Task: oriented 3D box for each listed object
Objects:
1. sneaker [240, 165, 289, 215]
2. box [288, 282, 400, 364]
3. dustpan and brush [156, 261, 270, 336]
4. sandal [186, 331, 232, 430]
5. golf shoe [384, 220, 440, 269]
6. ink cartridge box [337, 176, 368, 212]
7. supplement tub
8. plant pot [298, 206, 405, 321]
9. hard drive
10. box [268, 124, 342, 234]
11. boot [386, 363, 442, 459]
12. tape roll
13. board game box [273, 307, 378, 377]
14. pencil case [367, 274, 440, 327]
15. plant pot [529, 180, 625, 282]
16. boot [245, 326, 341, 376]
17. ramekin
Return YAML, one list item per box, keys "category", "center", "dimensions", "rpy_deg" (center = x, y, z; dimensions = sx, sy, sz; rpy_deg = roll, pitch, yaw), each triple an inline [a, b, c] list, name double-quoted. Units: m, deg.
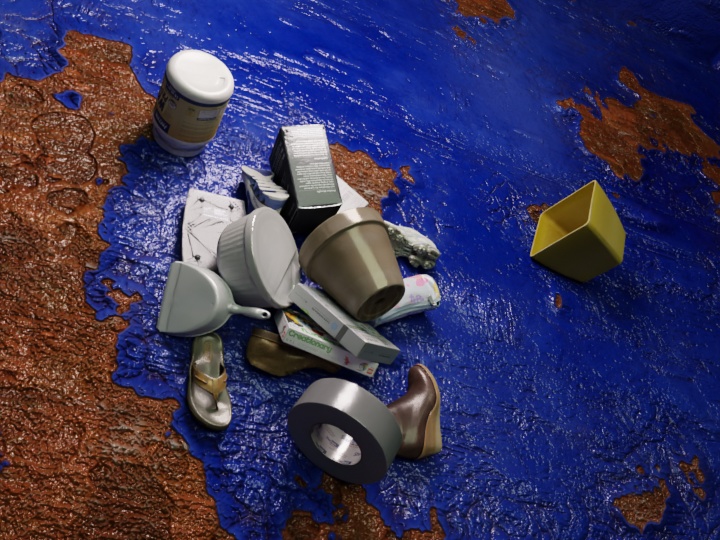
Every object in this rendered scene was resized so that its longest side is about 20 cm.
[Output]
- category: "sneaker"
  center: [-0.225, -0.150, 1.545]
  dimensions: [0.080, 0.115, 0.199]
  rpy_deg: [7, 25, -28]
- category: "box"
  center: [-0.031, 0.107, 1.398]
  dimensions: [0.200, 0.041, 0.156]
  rpy_deg: [40, 7, 28]
- category: "dustpan and brush"
  center: [-0.268, 0.066, 1.311]
  dimensions: [0.200, 0.057, 0.140]
  rpy_deg: [9, 83, 18]
- category: "sandal"
  center: [-0.270, 0.192, 1.279]
  dimensions: [0.082, 0.055, 0.200]
  rpy_deg: [10, 53, -24]
- category: "golf shoe"
  center: [0.096, -0.074, 1.699]
  dimensions: [0.200, 0.078, 0.097]
  rpy_deg: [28, 27, -14]
- category: "ink cartridge box"
  center: [-0.089, -0.187, 1.678]
  dimensions: [0.200, 0.042, 0.119]
  rpy_deg: [42, 48, 0]
- category: "supplement tub"
  center: [-0.369, -0.358, 1.526]
  dimensions: [0.144, 0.200, 0.145]
  rpy_deg: [16, 50, -20]
- category: "plant pot"
  center: [0.000, 0.000, 1.428]
  dimensions: [0.200, 0.200, 0.174]
  rpy_deg: [-12, 55, -36]
- category: "hard drive"
  center: [-0.307, -0.072, 1.461]
  dimensions: [0.135, 0.042, 0.200]
  rpy_deg: [11, 53, -23]
- category: "box"
  center: [-0.125, -0.199, 1.554]
  dimensions: [0.104, 0.148, 0.200]
  rpy_deg: [-7, 74, -21]
- category: "boot"
  center: [0.079, 0.277, 1.411]
  dimensions: [0.166, 0.072, 0.200]
  rpy_deg: [8, 57, -28]
- category: "tape roll"
  center: [-0.029, 0.287, 1.252]
  dimensions: [0.200, 0.200, 0.066]
  rpy_deg: [38, 46, 0]
- category: "board game box"
  center: [-0.070, 0.139, 1.394]
  dimensions: [0.200, 0.035, 0.126]
  rpy_deg: [25, 10, -21]
- category: "pencil case"
  center: [0.084, 0.069, 1.562]
  dimensions: [0.200, 0.083, 0.091]
  rpy_deg: [-12, 50, -35]
- category: "plant pot"
  center: [0.613, -0.087, 1.932]
  dimensions: [0.176, 0.200, 0.200]
  rpy_deg: [41, 45, -15]
- category: "boot"
  center: [-0.132, 0.177, 1.381]
  dimensions: [0.200, 0.074, 0.076]
  rpy_deg: [22, 78, -22]
- category: "ramekin"
  center: [-0.204, -0.017, 1.393]
  dimensions: [0.202, 0.094, 0.203]
  rpy_deg: [-13, 90, -70]
